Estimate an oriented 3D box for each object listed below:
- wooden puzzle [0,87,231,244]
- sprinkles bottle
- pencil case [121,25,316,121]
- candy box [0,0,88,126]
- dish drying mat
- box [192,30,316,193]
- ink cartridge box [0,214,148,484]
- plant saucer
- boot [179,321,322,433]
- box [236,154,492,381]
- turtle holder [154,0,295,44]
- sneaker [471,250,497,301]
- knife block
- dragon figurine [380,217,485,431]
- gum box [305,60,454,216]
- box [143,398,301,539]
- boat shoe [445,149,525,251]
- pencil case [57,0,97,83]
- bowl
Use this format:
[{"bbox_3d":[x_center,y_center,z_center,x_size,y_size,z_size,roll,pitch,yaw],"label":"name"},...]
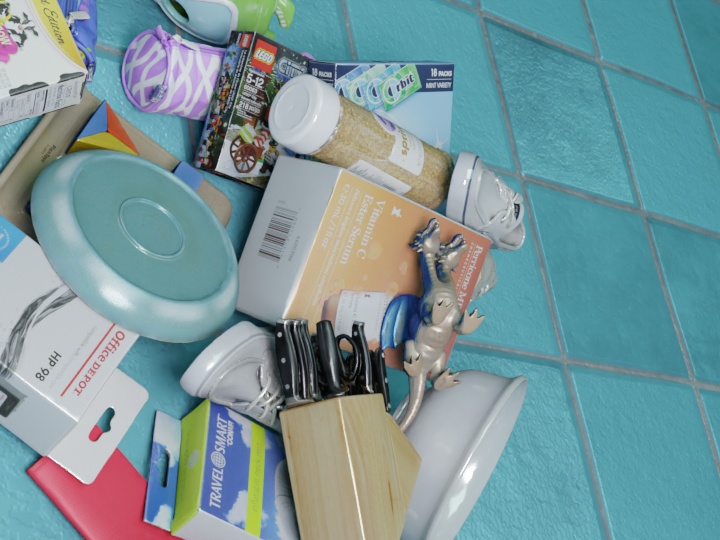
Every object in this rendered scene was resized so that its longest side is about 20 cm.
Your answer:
[{"bbox_3d":[-0.211,-0.062,1.190,0.200,0.046,0.186,41,43,-18],"label":"wooden puzzle"},{"bbox_3d":[0.005,-0.116,1.254,0.200,0.068,0.069,24,50,-44],"label":"sprinkles bottle"},{"bbox_3d":[-0.139,-0.190,1.313,0.200,0.086,0.084,1,38,-47],"label":"pencil case"},{"bbox_3d":[-0.338,-0.178,1.073,0.199,0.061,0.137,-21,80,-25],"label":"candy box"},{"bbox_3d":[-0.178,0.213,1.065,0.200,0.018,0.077,51,39,-7],"label":"dish drying mat"},{"bbox_3d":[-0.063,-0.138,1.317,0.200,0.038,0.137,18,87,-46],"label":"box"},{"bbox_3d":[-0.252,0.058,1.040,0.200,0.067,0.116,39,42,-10],"label":"ink cartridge box"},{"bbox_3d":[-0.180,-0.029,1.118,0.200,0.027,0.201,29,36,-24],"label":"plant saucer"},{"bbox_3d":[-0.077,0.099,1.140,0.096,0.074,0.200,43,12,11],"label":"boot"},{"bbox_3d":[0.000,0.000,1.252,0.200,0.106,0.153,22,87,-37],"label":"box"},{"bbox_3d":[-0.134,-0.296,1.323,0.131,0.185,0.142,6,98,-17],"label":"turtle holder"},{"bbox_3d":[0.112,0.012,1.439,0.092,0.076,0.201,38,45,-26],"label":"sneaker"},{"bbox_3d":[-0.026,0.139,1.092,0.176,0.064,0.200,54,36,-28],"label":"knife block"},{"bbox_3d":[0.056,0.057,1.192,0.059,0.201,0.099,14,14,-19],"label":"dragon figurine"},{"bbox_3d":[0.020,-0.110,1.347,0.169,0.044,0.201,-8,105,-43],"label":"gum box"},{"bbox_3d":[-0.084,0.194,1.130,0.200,0.048,0.122,32,34,-27],"label":"box"},{"bbox_3d":[0.131,-0.066,1.329,0.200,0.065,0.074,38,65,-73],"label":"boat shoe"},{"bbox_3d":[-0.271,-0.252,1.218,0.078,0.087,0.201,23,47,-27],"label":"pencil case"},{"bbox_3d":[0.071,0.169,1.237,0.090,0.202,0.201,27,38,16],"label":"bowl"}]
